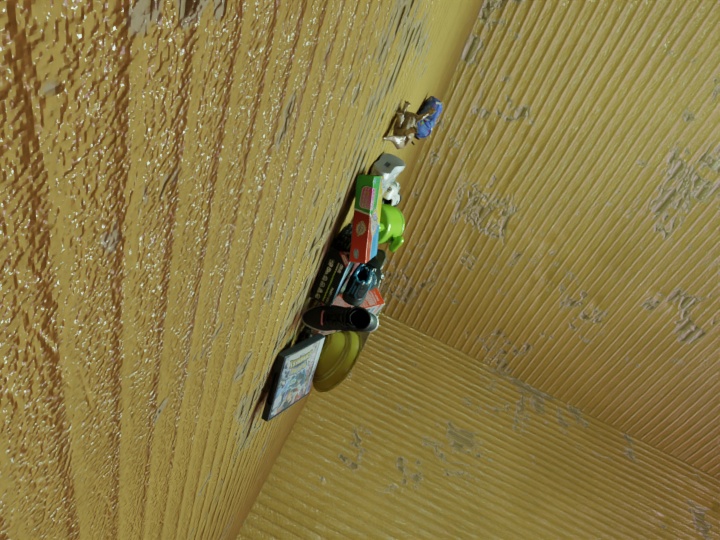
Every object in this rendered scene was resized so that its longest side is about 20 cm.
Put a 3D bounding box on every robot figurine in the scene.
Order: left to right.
[{"bbox_3d":[0.059,-0.138,1.653,0.115,0.177,0.199,-34,169,25],"label":"robot figurine"}]

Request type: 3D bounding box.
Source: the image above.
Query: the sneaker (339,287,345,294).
[{"bbox_3d":[-0.067,0.065,1.584,0.200,0.091,0.077,37,77,-87],"label":"sneaker"}]

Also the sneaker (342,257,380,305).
[{"bbox_3d":[0.017,0.013,1.493,0.201,0.072,0.083,-61,176,-54],"label":"sneaker"}]

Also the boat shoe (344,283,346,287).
[{"bbox_3d":[-0.085,0.111,1.695,0.201,0.068,0.057,-68,167,-48],"label":"boat shoe"}]

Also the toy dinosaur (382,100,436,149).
[{"bbox_3d":[0.118,-0.370,1.483,0.201,0.085,0.136,-56,179,-34],"label":"toy dinosaur"}]

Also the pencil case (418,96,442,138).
[{"bbox_3d":[0.252,-0.573,2.078,0.086,0.078,0.201,-28,-156,41],"label":"pencil case"}]

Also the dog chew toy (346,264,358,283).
[{"bbox_3d":[-0.011,0.004,1.865,0.200,0.124,0.125,-51,168,-42],"label":"dog chew toy"}]

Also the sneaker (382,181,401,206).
[{"bbox_3d":[0.107,-0.272,2.114,0.089,0.073,0.200,-64,167,-8],"label":"sneaker"}]

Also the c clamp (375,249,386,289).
[{"bbox_3d":[0.000,0.000,1.698,0.027,0.198,0.172,48,59,-39],"label":"c clamp"}]

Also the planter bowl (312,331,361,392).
[{"bbox_3d":[-0.094,0.233,1.574,0.200,0.083,0.202,-37,-152,24],"label":"planter bowl"}]

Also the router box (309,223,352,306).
[{"bbox_3d":[-0.053,-0.018,1.447,0.151,0.062,0.200,-65,177,26],"label":"router box"}]

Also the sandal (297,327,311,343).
[{"bbox_3d":[-0.138,0.186,1.666,0.200,0.054,0.083,-55,170,-71],"label":"sandal"}]

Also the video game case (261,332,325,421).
[{"bbox_3d":[-0.169,0.269,1.427,0.199,0.025,0.183,-20,130,-63],"label":"video game case"}]

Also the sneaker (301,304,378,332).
[{"bbox_3d":[-0.054,0.115,1.390,0.099,0.197,0.072,75,20,-77],"label":"sneaker"}]

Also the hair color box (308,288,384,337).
[{"bbox_3d":[-0.042,0.115,1.548,0.198,0.064,0.111,-10,151,-37],"label":"hair color box"}]

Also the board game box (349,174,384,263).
[{"bbox_3d":[0.017,-0.129,1.350,0.153,0.040,0.203,-41,137,-75],"label":"board game box"}]

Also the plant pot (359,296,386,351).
[{"bbox_3d":[-0.034,0.144,1.899,0.200,0.182,0.203,25,90,-86],"label":"plant pot"}]

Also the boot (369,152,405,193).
[{"bbox_3d":[0.058,-0.256,1.532,0.096,0.073,0.200,-60,171,29],"label":"boot"}]
